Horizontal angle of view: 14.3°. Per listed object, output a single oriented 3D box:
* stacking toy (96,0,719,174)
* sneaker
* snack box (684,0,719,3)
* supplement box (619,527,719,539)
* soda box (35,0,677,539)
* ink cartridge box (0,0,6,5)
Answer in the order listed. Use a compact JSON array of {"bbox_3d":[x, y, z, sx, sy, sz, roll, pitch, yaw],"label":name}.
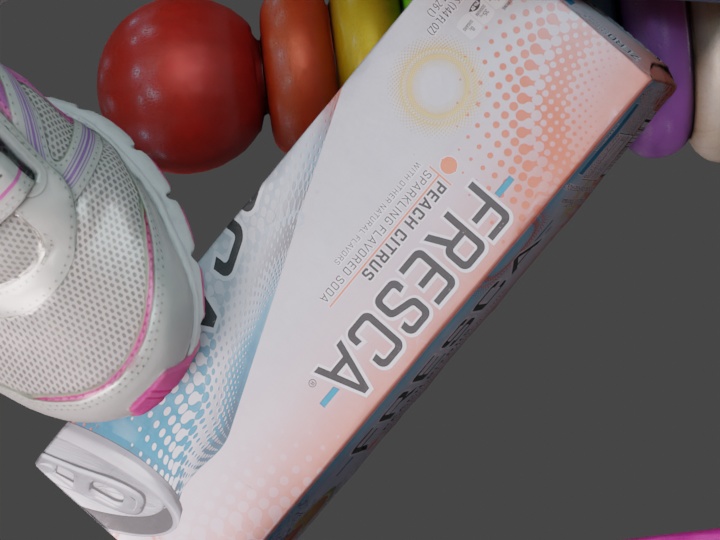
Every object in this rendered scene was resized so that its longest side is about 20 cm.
[{"bbox_3d":[0.019,-0.066,0.879,0.200,0.085,0.086,-6,73,0],"label":"stacking toy"},{"bbox_3d":[-0.128,-0.034,0.782,0.200,0.088,0.081,44,103,8],"label":"sneaker"},{"bbox_3d":[0.064,-0.170,0.824,0.168,0.068,0.200,0,54,-38],"label":"snack box"},{"bbox_3d":[0.049,0.136,0.797,0.200,0.101,0.104,-5,72,-7],"label":"supplement box"},{"bbox_3d":[0.000,0.000,0.816,0.068,0.064,0.200,41,99,9],"label":"soda box"},{"bbox_3d":[-0.104,-0.187,0.897,0.200,0.088,0.145,-37,80,-13],"label":"ink cartridge box"}]
